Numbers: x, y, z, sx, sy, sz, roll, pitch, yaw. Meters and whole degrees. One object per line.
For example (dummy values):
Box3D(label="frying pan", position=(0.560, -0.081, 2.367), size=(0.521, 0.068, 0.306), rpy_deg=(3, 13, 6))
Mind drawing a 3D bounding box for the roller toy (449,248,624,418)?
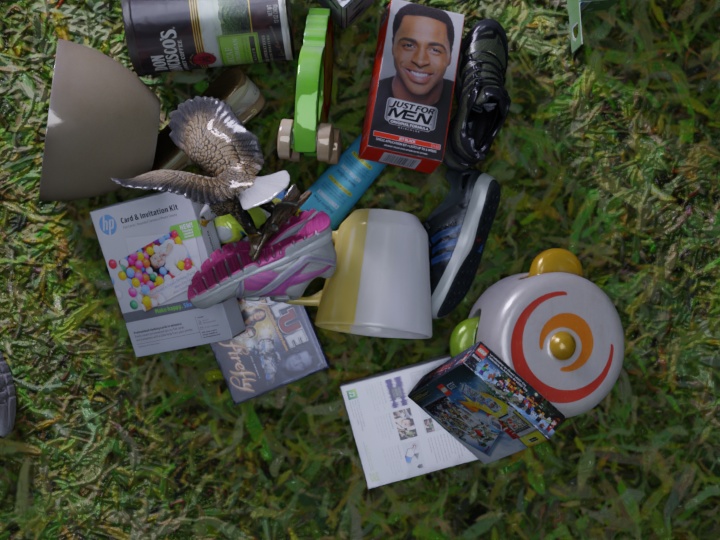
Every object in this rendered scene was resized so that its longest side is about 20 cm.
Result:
Box3D(label="roller toy", position=(0.235, 0.092, 1.648), size=(0.200, 0.140, 0.182), rpy_deg=(-44, 99, -11))

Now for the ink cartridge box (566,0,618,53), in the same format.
Box3D(label="ink cartridge box", position=(0.294, -0.383, 1.656), size=(0.059, 0.104, 0.201), rpy_deg=(-5, 93, 1))

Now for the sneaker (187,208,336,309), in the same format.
Box3D(label="sneaker", position=(-0.114, 0.007, 1.589), size=(0.200, 0.081, 0.088), rpy_deg=(-22, 121, 8))

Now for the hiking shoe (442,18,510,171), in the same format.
Box3D(label="hiking shoe", position=(0.162, -0.225, 1.652), size=(0.076, 0.101, 0.201), rpy_deg=(14, 82, -25))

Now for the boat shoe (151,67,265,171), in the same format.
Box3D(label="boat shoe", position=(-0.203, -0.171, 1.681), size=(0.200, 0.074, 0.066), rpy_deg=(-40, 131, 17))

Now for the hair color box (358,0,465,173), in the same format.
Box3D(label="hair color box", position=(0.065, -0.233, 1.655), size=(0.101, 0.061, 0.201), rpy_deg=(11, 76, -9))

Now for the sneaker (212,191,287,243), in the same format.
Box3D(label="sneaker", position=(-0.173, -0.078, 1.695), size=(0.200, 0.105, 0.076), rpy_deg=(6, 112, 28))

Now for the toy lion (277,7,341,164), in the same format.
Box3D(label="toy lion", position=(-0.056, -0.230, 1.615), size=(0.068, 0.200, 0.192), rpy_deg=(4, 94, 3))

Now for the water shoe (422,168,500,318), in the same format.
Box3D(label="water shoe", position=(0.117, -0.037, 1.704), size=(0.079, 0.071, 0.200), rpy_deg=(24, 95, 26))

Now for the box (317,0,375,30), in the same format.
Box3D(label="box", position=(-0.036, -0.370, 1.609), size=(0.060, 0.200, 0.117), rpy_deg=(-42, 91, 2))

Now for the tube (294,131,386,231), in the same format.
Box3D(label="tube", position=(-0.038, -0.094, 1.704), size=(0.077, 0.050, 0.200), rpy_deg=(42, 99, 8))

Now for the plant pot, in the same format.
Box3D(label="plant pot", position=(-0.323, -0.178, 1.631), size=(0.134, 0.200, 0.201), rpy_deg=(8, 93, -13))

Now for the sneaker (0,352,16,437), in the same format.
Box3D(label="sneaker", position=(-0.526, 0.133, 1.705), size=(0.112, 0.078, 0.200), rpy_deg=(-20, 82, 5))

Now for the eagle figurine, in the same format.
Box3D(label="eagle figurine", position=(-0.175, -0.106, 1.545), size=(0.200, 0.152, 0.151), rpy_deg=(40, 105, -2))

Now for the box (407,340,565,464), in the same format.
Box3D(label="box", position=(0.150, 0.167, 1.606), size=(0.137, 0.200, 0.038), rpy_deg=(42, 66, -2))

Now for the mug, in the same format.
Box3D(label="mug", position=(0.009, 0.000, 1.652), size=(0.186, 0.149, 0.154), rpy_deg=(10, 83, -30))

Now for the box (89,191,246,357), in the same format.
Box3D(label="box", position=(-0.246, 0.001, 1.668), size=(0.156, 0.041, 0.201), rpy_deg=(-11, 99, 27))

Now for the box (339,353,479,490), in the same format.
Box3D(label="box", position=(0.086, 0.193, 1.722), size=(0.199, 0.036, 0.145), rpy_deg=(-15, 93, 2))

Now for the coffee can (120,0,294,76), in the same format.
Box3D(label="coffee can", position=(-0.189, -0.327, 1.638), size=(0.199, 0.146, 0.147), rpy_deg=(-6, 93, 0))

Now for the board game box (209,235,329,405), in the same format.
Box3D(label="board game box", position=(-0.139, 0.058, 1.706), size=(0.135, 0.035, 0.200), rpy_deg=(-22, 96, 3))
